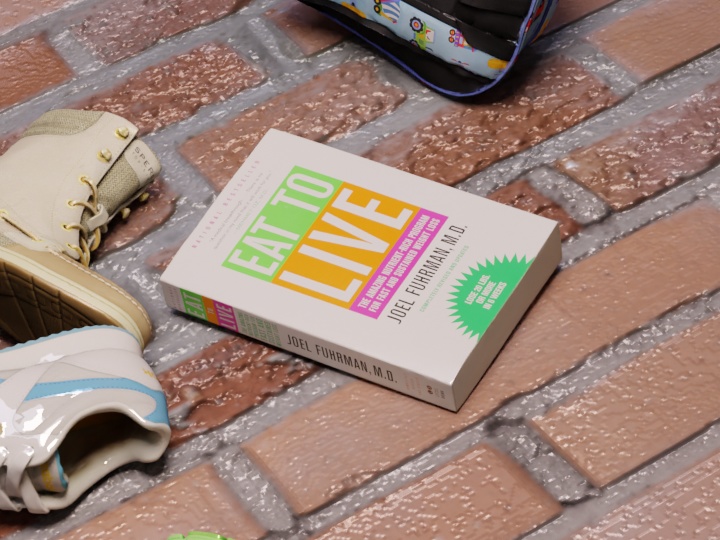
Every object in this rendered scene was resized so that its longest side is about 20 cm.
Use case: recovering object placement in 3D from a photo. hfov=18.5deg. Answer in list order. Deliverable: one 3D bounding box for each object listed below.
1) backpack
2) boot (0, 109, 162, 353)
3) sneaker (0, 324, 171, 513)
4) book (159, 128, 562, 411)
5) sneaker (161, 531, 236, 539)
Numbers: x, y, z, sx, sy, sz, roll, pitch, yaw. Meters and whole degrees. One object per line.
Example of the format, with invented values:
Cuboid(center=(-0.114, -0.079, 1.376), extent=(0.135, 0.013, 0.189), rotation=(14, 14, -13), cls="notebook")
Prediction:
Cuboid(center=(0.057, -0.222, 1.444), extent=(0.200, 0.183, 0.134), rotation=(38, 41, 24), cls="backpack")
Cuboid(center=(-0.170, -0.025, 1.343), extent=(0.200, 0.072, 0.155), rotation=(23, 48, 32), cls="boot")
Cuboid(center=(-0.202, 0.095, 1.206), extent=(0.200, 0.077, 0.081), rotation=(-21, 44, -14), cls="sneaker")
Cuboid(center=(0.000, 0.000, 1.306), extent=(0.200, 0.048, 0.134), rotation=(18, 52, 25), cls="book")
Cuboid(center=(-0.048, 0.186, 1.075), extent=(0.200, 0.077, 0.084), rotation=(16, 66, 43), cls="sneaker")
